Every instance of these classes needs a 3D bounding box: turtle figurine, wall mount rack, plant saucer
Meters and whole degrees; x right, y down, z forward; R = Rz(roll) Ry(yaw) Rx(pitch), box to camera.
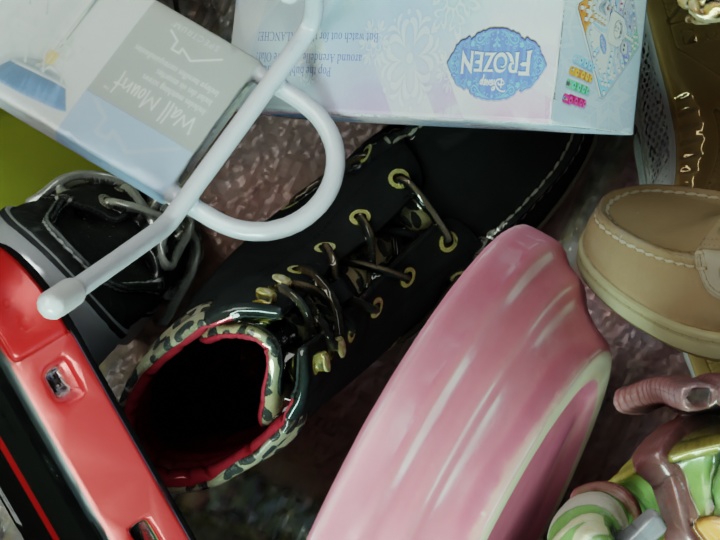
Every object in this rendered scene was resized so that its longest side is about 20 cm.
[{"bbox_3d":[0.127,0.104,0.911,0.194,0.144,0.200,-40,10,42],"label":"turtle figurine"},{"bbox_3d":[-0.108,-0.066,1.060,0.199,0.075,0.174,30,67,12],"label":"wall mount rack"},{"bbox_3d":[0.032,0.084,1.052,0.051,0.201,0.201,27,84,13],"label":"plant saucer"}]

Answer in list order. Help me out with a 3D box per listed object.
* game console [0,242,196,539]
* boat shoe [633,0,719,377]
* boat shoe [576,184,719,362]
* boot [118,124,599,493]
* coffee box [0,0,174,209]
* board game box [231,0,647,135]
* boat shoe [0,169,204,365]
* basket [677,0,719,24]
[{"bbox_3d":[-0.108,0.076,1.106,0.031,0.201,0.177,-32,15,-16],"label":"game console"},{"bbox_3d":[0.138,-0.036,1.113,0.070,0.069,0.201,-6,82,-6],"label":"boat shoe"},{"bbox_3d":[0.153,-0.006,0.994,0.199,0.065,0.071,17,36,42],"label":"boat shoe"},{"bbox_3d":[0.000,0.002,1.118,0.203,0.154,0.074,-37,95,18],"label":"boot"},{"bbox_3d":[-0.216,-0.132,1.278,0.199,0.200,0.199,-25,59,20],"label":"coffee box"},{"bbox_3d":[0.030,-0.152,1.086,0.200,0.043,0.200,7,90,53],"label":"board game box"},{"bbox_3d":[-0.096,-0.008,1.170,0.068,0.199,0.074,-44,82,4],"label":"boat shoe"},{"bbox_3d":[0.191,-0.179,0.956,0.199,0.149,0.143,-1,42,22],"label":"basket"}]
